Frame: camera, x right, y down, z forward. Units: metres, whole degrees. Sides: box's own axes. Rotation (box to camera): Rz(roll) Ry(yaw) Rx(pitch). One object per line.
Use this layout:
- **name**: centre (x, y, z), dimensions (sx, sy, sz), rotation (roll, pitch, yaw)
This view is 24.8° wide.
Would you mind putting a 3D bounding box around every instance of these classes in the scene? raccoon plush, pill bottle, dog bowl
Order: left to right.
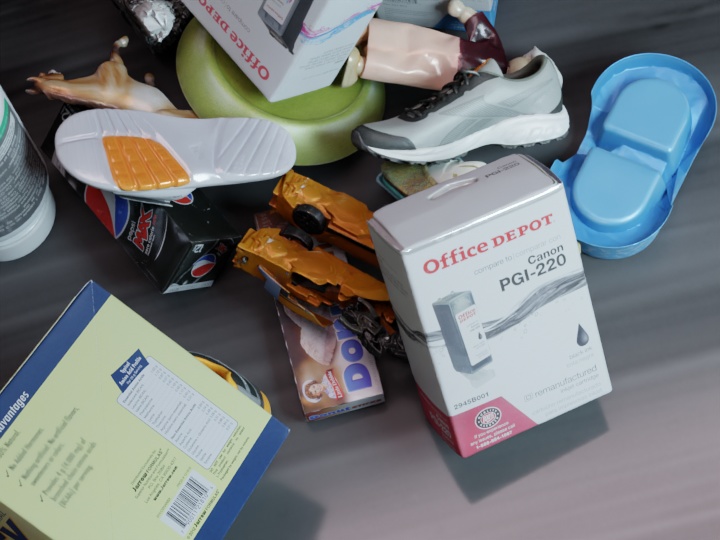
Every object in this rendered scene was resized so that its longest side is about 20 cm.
- **pill bottle**: centre (-0.340, -0.092, 1.438), dimensions (0.113, 0.200, 0.114), rotation (-3, 64, 6)
- **raccoon plush**: centre (-0.158, -0.268, 1.531), dimensions (0.134, 0.097, 0.200), rotation (-37, 35, -5)
- **dog bowl**: centre (0.239, -0.097, 1.449), dimensions (0.111, 0.050, 0.200), rotation (23, 69, 17)

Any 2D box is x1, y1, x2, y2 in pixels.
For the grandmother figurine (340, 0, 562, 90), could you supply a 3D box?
- **grandmother figurine**: centre (0.087, -0.189, 1.487), dimensions (0.199, 0.061, 0.122), rotation (11, 79, -6)

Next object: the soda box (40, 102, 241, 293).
- **soda box**: centre (-0.199, -0.071, 1.471), dimensions (0.200, 0.071, 0.063), rotation (48, 121, 24)

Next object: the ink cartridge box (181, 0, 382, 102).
- **ink cartridge box**: centre (-0.053, -0.266, 1.402), dimensions (0.085, 0.200, 0.148), rotation (-22, 65, -46)

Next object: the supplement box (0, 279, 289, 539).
- **supplement box**: centre (-0.202, 0.158, 1.271), dimensions (0.200, 0.134, 0.200), rotation (38, 52, -6)

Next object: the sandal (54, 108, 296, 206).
- **sandal**: centre (-0.159, -0.090, 1.408), dimensions (0.206, 0.059, 0.079), rotation (1, 63, -15)

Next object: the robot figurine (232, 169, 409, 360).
- **robot figurine**: centre (0.000, 0.000, 1.406), dimensions (0.199, 0.058, 0.145), rotation (29, 57, 2)

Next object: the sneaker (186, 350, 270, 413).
- **sneaker**: centre (-0.176, 0.094, 1.399), dimensions (0.199, 0.077, 0.079), rotation (9, 68, 13)

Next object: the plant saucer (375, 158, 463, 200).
- **plant saucer**: centre (0.104, -0.038, 1.456), dimensions (0.070, 0.019, 0.200), rotation (-41, 68, -12)

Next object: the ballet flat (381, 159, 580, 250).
- **ballet flat**: centre (0.108, -0.054, 1.413), dimensions (0.200, 0.071, 0.071), rotation (38, 75, 19)

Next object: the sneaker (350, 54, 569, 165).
- **sneaker**: centre (0.084, -0.139, 1.424), dimensions (0.199, 0.080, 0.074), rotation (-14, 19, -17)

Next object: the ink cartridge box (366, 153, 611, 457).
- **ink cartridge box**: centre (0.106, 0.027, 1.313), dimensions (0.145, 0.201, 0.085), rotation (-23, 26, -10)

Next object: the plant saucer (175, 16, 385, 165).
- **plant saucer**: centre (-0.068, -0.186, 1.496), dimensions (0.199, 0.031, 0.201), rotation (9, 55, -13)

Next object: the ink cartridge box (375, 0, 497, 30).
- **ink cartridge box**: centre (0.065, -0.302, 1.483), dimensions (0.115, 0.200, 0.068), rotation (7, 66, 10)

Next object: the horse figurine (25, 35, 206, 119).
- **horse figurine**: centre (-0.185, -0.144, 1.478), dimensions (0.200, 0.050, 0.133), rotation (35, 28, 2)

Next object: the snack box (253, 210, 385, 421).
- **snack box**: centre (-0.037, 0.031, 1.437), dimensions (0.072, 0.024, 0.201), rotation (-14, 64, -3)
